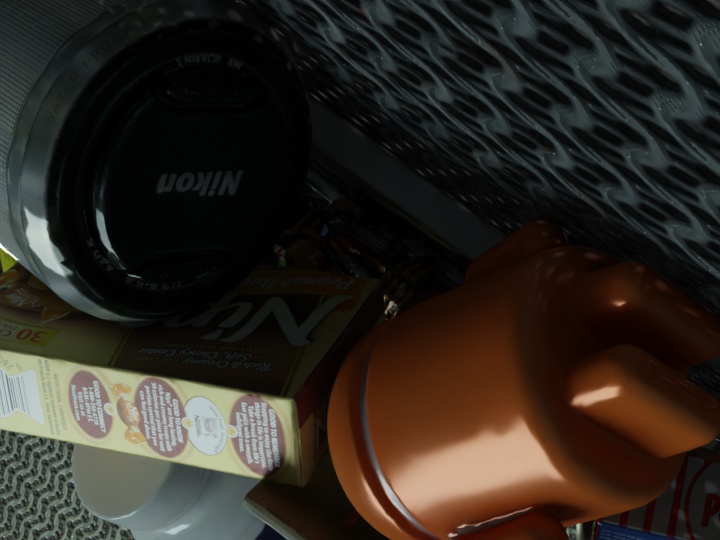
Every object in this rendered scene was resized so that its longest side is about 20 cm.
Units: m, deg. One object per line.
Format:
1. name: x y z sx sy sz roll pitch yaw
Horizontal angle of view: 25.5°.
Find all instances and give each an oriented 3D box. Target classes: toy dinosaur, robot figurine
1. toy dinosaur: 0.000 0.000 0.911 0.200 0.102 0.136 59 175 39
2. robot figurine: 0.065 0.059 0.704 0.199 0.116 0.145 -25 83 43

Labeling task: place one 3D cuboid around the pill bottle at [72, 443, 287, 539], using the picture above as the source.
1. pill bottle: -0.064 0.124 0.909 0.111 0.111 0.200 32 -178 44

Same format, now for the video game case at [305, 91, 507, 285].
1. video game case: 0.035 -0.027 0.916 0.200 0.024 0.182 37 175 8

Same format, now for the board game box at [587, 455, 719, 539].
1. board game box: 0.187 0.165 0.815 0.151 0.047 0.200 12 149 9

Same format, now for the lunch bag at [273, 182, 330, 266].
1. lunch bag: -0.088 -0.059 1.079 0.150 0.094 0.200 38 -167 -30

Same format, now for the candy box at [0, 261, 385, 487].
1. candy box: -0.098 0.040 0.805 0.199 0.116 0.056 9 122 20

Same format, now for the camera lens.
1. camera lens: -0.133 -0.078 0.792 0.200 0.160 0.160 31 173 43

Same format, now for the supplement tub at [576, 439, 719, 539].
1. supplement tub: 0.200 0.169 1.015 0.122 0.123 0.200 35 174 16

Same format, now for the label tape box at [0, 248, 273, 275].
1. label tape box: -0.152 0.002 0.948 0.199 0.063 0.145 24 147 11

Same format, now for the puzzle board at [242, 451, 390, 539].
1. puzzle board: 0.026 0.139 0.814 0.150 0.017 0.200 34 -169 7
